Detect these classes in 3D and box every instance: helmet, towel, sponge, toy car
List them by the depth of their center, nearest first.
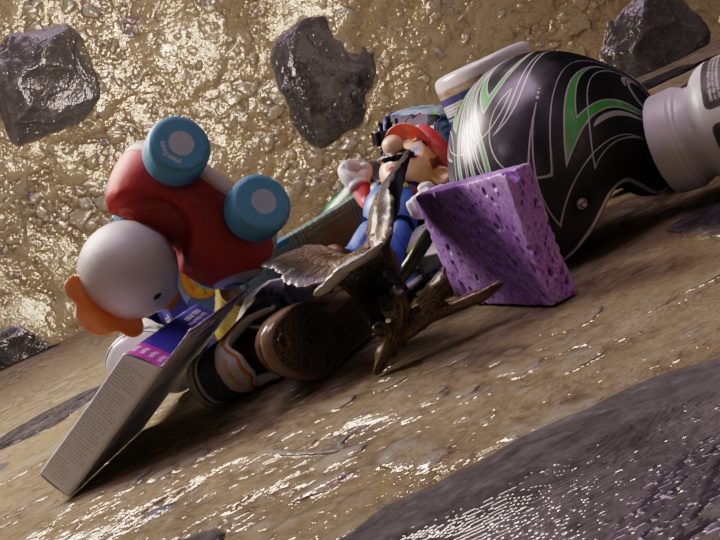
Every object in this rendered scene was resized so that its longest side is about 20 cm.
[{"bbox_3d":[0.111,-0.026,1.014,0.030,0.112,0.200,-24,6,-17],"label":"sponge"},{"bbox_3d":[0.174,-0.104,1.108,0.190,0.201,0.200,-14,-1,-35],"label":"helmet"},{"bbox_3d":[-0.193,-0.008,1.136,0.200,0.177,0.184,-59,10,-27],"label":"toy car"},{"bbox_3d":[-0.043,-0.008,1.337,0.199,0.022,0.147,-31,-35,-8],"label":"towel"}]

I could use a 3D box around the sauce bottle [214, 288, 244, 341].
[{"bbox_3d":[-0.135,0.018,1.366,0.066,0.066,0.200,-28,-29,-29],"label":"sauce bottle"}]

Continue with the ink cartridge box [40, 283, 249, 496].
[{"bbox_3d":[-0.199,0.097,1.115,0.200,0.043,0.196,-53,-1,14],"label":"ink cartridge box"}]

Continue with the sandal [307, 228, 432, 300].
[{"bbox_3d":[-0.001,0.001,1.258,0.201,0.057,0.080,-23,24,44],"label":"sandal"}]

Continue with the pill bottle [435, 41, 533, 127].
[{"bbox_3d":[0.166,-0.131,1.264,0.111,0.201,0.111,-23,5,2],"label":"pill bottle"}]

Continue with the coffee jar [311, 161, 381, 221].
[{"bbox_3d":[-0.024,-0.034,1.430,0.200,0.085,0.104,-49,-6,17],"label":"coffee jar"}]

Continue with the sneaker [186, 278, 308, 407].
[{"bbox_3d":[-0.090,0.065,1.193,0.079,0.079,0.200,-26,15,37],"label":"sneaker"}]

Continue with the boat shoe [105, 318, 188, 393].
[{"bbox_3d":[-0.231,0.086,1.279,0.071,0.070,0.200,-48,-17,5],"label":"boat shoe"}]

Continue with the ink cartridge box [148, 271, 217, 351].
[{"bbox_3d":[-0.195,0.042,1.498,0.200,0.137,0.076,-28,2,-31],"label":"ink cartridge box"}]

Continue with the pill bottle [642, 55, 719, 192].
[{"bbox_3d":[0.356,-0.143,1.027,0.199,0.117,0.116,-19,8,36],"label":"pill bottle"}]

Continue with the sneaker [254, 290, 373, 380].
[{"bbox_3d":[-0.055,0.065,1.093,0.075,0.071,0.200,-16,-1,26],"label":"sneaker"}]

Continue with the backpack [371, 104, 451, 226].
[{"bbox_3d":[0.118,-0.123,1.529,0.146,0.184,0.200,4,16,24],"label":"backpack"}]

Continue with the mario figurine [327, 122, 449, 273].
[{"bbox_3d":[0.025,-0.081,1.183,0.106,0.123,0.200,100,-167,-52],"label":"mario figurine"}]

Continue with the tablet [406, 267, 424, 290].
[{"bbox_3d":[0.001,0.041,1.329,0.130,0.014,0.200,-20,7,37],"label":"tablet"}]

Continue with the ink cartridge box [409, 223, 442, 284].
[{"bbox_3d":[0.106,-0.025,1.292,0.099,0.039,0.200,-24,13,3],"label":"ink cartridge box"}]

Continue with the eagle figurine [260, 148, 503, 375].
[{"bbox_3d":[0.005,-0.008,1.018,0.151,0.151,0.200,-6,43,-24],"label":"eagle figurine"}]
